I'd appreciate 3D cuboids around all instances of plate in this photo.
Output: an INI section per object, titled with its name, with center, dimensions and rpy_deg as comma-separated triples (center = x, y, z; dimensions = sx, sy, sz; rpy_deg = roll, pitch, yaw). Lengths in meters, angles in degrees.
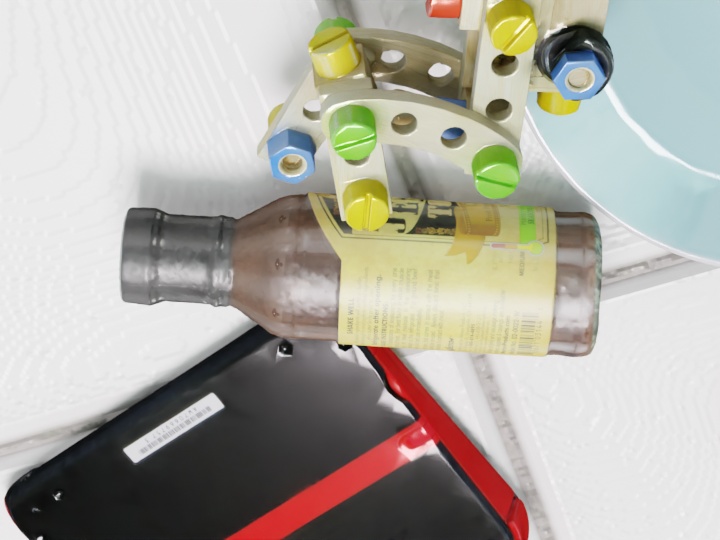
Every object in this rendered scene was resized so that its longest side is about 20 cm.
[plate]
center = 0.154, -0.090, 0.750
dimensions = 0.200, 0.026, 0.200
rpy_deg = 11, 126, 16

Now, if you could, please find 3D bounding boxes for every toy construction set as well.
[toy construction set]
center = 0.031, -0.103, 0.706
dimensions = 0.131, 0.092, 0.200
rpy_deg = 1, 144, -5

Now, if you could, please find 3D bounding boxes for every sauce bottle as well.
[sauce bottle]
center = 0.000, 0.000, 0.807
dimensions = 0.200, 0.065, 0.065
rpy_deg = 4, 120, -1

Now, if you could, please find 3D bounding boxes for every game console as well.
[game console]
center = -0.040, 0.118, 0.902
dimensions = 0.200, 0.031, 0.177
rpy_deg = -33, 108, 18
